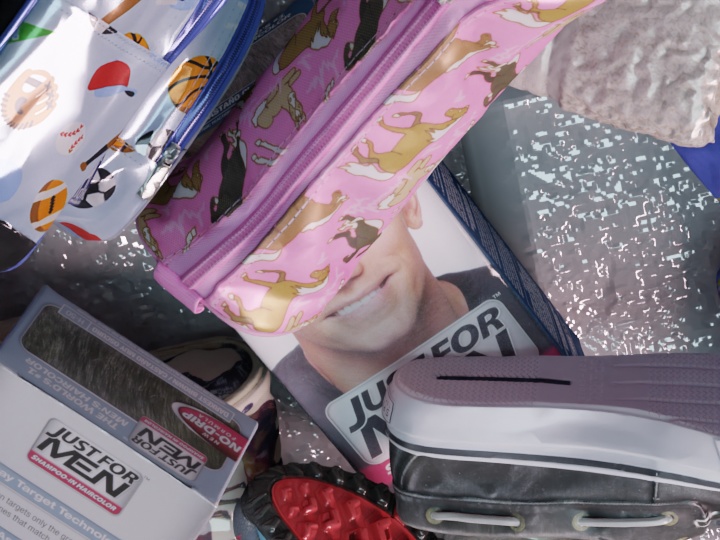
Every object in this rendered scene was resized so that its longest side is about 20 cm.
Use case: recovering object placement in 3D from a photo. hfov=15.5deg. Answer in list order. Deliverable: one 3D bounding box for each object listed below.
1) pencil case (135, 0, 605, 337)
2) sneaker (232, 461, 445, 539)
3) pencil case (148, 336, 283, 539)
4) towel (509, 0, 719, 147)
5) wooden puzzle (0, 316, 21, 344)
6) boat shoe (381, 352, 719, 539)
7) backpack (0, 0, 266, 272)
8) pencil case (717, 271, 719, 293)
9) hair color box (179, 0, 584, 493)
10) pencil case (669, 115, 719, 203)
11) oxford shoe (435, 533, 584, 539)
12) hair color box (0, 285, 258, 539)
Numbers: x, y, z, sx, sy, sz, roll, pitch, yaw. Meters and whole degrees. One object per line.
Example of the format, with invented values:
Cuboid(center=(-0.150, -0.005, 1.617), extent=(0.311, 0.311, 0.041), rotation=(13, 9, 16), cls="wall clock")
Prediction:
Cuboid(center=(0.003, -0.061, 0.906), extent=(0.086, 0.083, 0.200), rotation=(11, 136, -37), cls="pencil case")
Cuboid(center=(0.006, 0.163, 1.058), extent=(0.095, 0.079, 0.200), rotation=(-28, 113, 35), cls="sneaker")
Cuboid(center=(-0.062, 0.123, 1.089), extent=(0.077, 0.090, 0.201), rotation=(-4, 118, 9), cls="pencil case")
Cuboid(center=(0.090, -0.154, 0.929), extent=(0.132, 0.034, 0.201), rotation=(18, 98, 19), cls="towel")
Cuboid(center=(-0.192, 0.123, 1.108), extent=(0.184, 0.037, 0.201), rotation=(-12, 115, 0), cls="wooden puzzle")
Cuboid(center=(0.108, 0.075, 1.018), extent=(0.199, 0.072, 0.071), rotation=(5, 115, 11), cls="boat shoe")
Cuboid(center=(-0.117, -0.115, 0.901), extent=(0.154, 0.200, 0.191), rotation=(18, 111, -51), cls="backpack")
Cuboid(center=(0.194, 0.072, 1.096), extent=(0.087, 0.078, 0.201), rotation=(5, 125, 26), cls="pencil case")
Cuboid(center=(0.000, 0.000, 1.047), extent=(0.100, 0.061, 0.200), rotation=(-34, 117, 11), cls="hair color box")
Cuboid(center=(0.159, -0.046, 0.981), extent=(0.200, 0.078, 0.087), rotation=(50, 146, 10), cls="pencil case")
Cuboid(center=(0.063, 0.145, 1.114), extent=(0.199, 0.058, 0.075), rotation=(7, 127, 13), cls="oxford shoe")
Cuboid(center=(-0.133, 0.114, 1.022), extent=(0.099, 0.061, 0.200), rotation=(33, 122, -3), cls="hair color box")
